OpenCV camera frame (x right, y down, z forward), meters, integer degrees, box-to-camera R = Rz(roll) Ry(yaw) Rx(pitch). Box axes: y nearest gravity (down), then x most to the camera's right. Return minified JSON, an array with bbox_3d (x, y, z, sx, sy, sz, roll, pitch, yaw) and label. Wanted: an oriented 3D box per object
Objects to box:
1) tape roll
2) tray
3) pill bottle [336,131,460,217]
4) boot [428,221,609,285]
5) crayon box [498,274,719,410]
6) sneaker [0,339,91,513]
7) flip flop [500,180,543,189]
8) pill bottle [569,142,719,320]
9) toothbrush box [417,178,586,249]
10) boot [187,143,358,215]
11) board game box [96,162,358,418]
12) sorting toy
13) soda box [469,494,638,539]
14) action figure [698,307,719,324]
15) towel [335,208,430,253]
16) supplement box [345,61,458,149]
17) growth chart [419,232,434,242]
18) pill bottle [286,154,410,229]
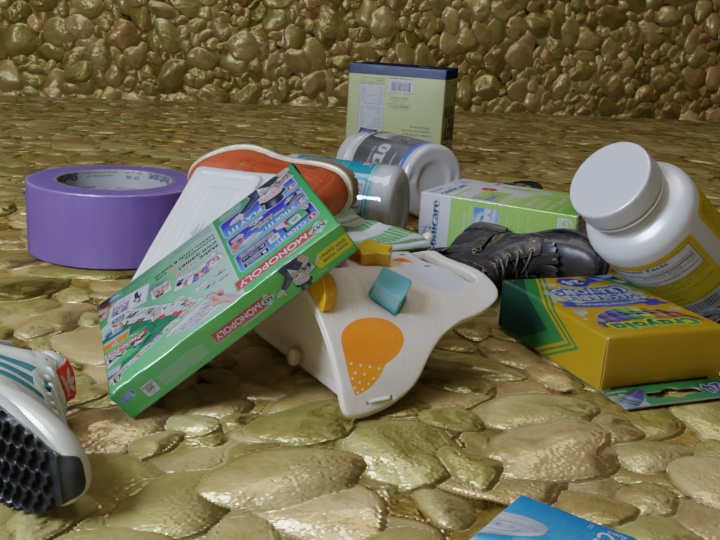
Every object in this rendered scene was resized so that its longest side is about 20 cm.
[{"bbox_3d":[-0.290,-0.068,1.045,0.200,0.085,0.200,4,15,-1],"label":"tape roll"},{"bbox_3d":[-0.152,-0.030,0.841,0.107,0.022,0.200,9,54,19],"label":"tray"},{"bbox_3d":[0.053,-0.156,1.382,0.114,0.114,0.200,-7,19,-34],"label":"pill bottle"},{"bbox_3d":[0.150,0.004,0.956,0.200,0.069,0.174,9,21,31],"label":"boot"},{"bbox_3d":[0.228,0.055,0.789,0.126,0.052,0.200,-3,17,-21],"label":"crayon box"},{"bbox_3d":[-0.211,0.081,0.556,0.200,0.070,0.093,14,24,40],"label":"sneaker"},{"bbox_3d":[0.208,-0.103,1.353,0.081,0.058,0.200,-11,6,-29],"label":"flip flop"},{"bbox_3d":[0.291,-0.037,0.860,0.200,0.111,0.111,36,-6,-36],"label":"pill bottle"},{"bbox_3d":[0.191,-0.055,1.111,0.200,0.086,0.146,10,17,27],"label":"toothbrush box"},{"bbox_3d":[-0.114,-0.088,0.945,0.200,0.075,0.107,6,22,22],"label":"boot"},{"bbox_3d":[-0.108,0.008,0.668,0.200,0.029,0.135,-36,33,0],"label":"board game box"},{"bbox_3d":[0.012,0.019,0.741,0.180,0.107,0.200,-12,22,-30],"label":"sorting toy"},{"bbox_3d":[0.042,0.162,0.336,0.064,0.068,0.200,15,19,33],"label":"soda box"},{"bbox_3d":[0.412,0.041,0.796,0.200,0.102,0.119,9,28,13],"label":"action figure"},{"bbox_3d":[-0.037,-0.037,0.921,0.152,0.023,0.200,-8,18,-26],"label":"towel"},{"bbox_3d":[0.083,-0.312,1.778,0.200,0.200,0.134,8,16,15],"label":"supplement box"},{"bbox_3d":[0.000,0.000,0.928,0.144,0.018,0.200,-11,15,20],"label":"growth chart"},{"bbox_3d":[-0.044,-0.089,1.126,0.200,0.111,0.111,9,17,17],"label":"pill bottle"}]
